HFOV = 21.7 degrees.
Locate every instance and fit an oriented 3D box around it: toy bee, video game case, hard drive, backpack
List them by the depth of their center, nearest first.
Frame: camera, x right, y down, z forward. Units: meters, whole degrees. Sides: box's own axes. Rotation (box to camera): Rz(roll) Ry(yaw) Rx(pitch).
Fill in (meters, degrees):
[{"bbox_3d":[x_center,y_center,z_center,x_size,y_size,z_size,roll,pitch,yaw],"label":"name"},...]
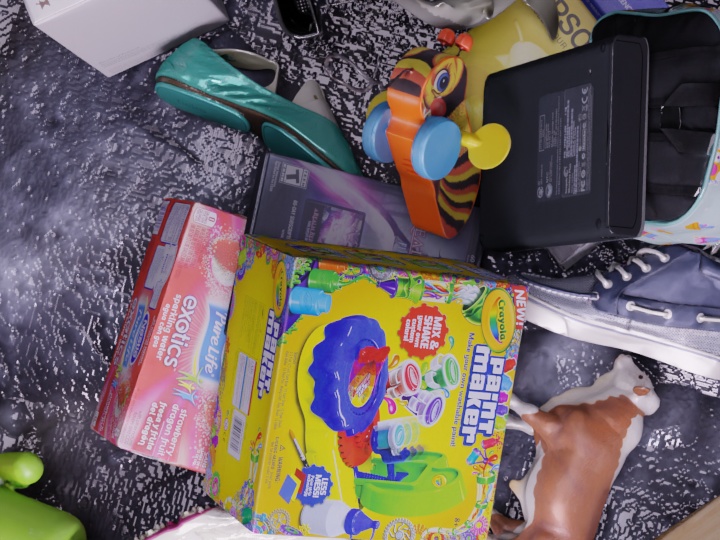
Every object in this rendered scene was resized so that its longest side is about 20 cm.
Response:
[{"bbox_3d":[0.252,-0.103,1.363,0.152,0.200,0.177,11,87,-15],"label":"backpack"},{"bbox_3d":[0.146,-0.089,1.384,0.033,0.200,0.141,3,86,-23],"label":"hard drive"},{"bbox_3d":[0.059,-0.120,1.409,0.130,0.200,0.109,32,69,18],"label":"toy bee"},{"bbox_3d":[0.000,0.000,1.472,0.199,0.019,0.144,13,86,-22],"label":"video game case"}]

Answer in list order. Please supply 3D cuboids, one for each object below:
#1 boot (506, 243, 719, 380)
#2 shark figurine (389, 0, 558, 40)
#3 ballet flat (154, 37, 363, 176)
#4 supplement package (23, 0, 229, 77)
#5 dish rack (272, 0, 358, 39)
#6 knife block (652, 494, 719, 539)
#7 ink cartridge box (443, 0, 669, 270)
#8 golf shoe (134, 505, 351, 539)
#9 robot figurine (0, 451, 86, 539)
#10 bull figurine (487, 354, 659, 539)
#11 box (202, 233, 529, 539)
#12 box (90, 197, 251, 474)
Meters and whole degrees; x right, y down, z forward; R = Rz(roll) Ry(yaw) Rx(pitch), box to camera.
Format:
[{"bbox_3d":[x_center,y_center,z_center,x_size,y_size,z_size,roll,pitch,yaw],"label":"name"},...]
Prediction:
[{"bbox_3d":[0.210,0.012,1.456,0.198,0.073,0.091,16,105,1],"label":"boot"},{"bbox_3d":[0.070,-0.217,1.455,0.089,0.214,0.129,-5,109,49],"label":"shark figurine"},{"bbox_3d":[-0.071,-0.134,1.527,0.199,0.067,0.071,28,75,9],"label":"ballet flat"},{"bbox_3d":[-0.197,-0.248,1.487,0.119,0.200,0.122,-23,82,6],"label":"supplement package"},{"bbox_3d":[0.016,-0.284,1.503,0.198,0.055,0.154,-12,112,7],"label":"dish rack"},{"bbox_3d":[0.214,0.244,1.387,0.199,0.176,0.064,-35,81,4],"label":"knife block"},{"bbox_3d":[0.179,-0.139,1.497,0.200,0.047,0.198,-39,80,6],"label":"ink cartridge box"},{"bbox_3d":[-0.100,0.222,1.493,0.199,0.075,0.092,-23,85,7],"label":"golf shoe"},{"bbox_3d":[-0.299,0.231,1.500,0.199,0.116,0.176,19,72,12],"label":"robot figurine"},{"bbox_3d":[0.153,0.152,1.462,0.121,0.065,0.201,18,86,13],"label":"bull figurine"},{"bbox_3d":[0.002,0.089,1.402,0.191,0.122,0.202,6,97,-24],"label":"box"},{"bbox_3d":[-0.132,0.051,1.484,0.095,0.100,0.201,19,87,-20],"label":"box"}]
